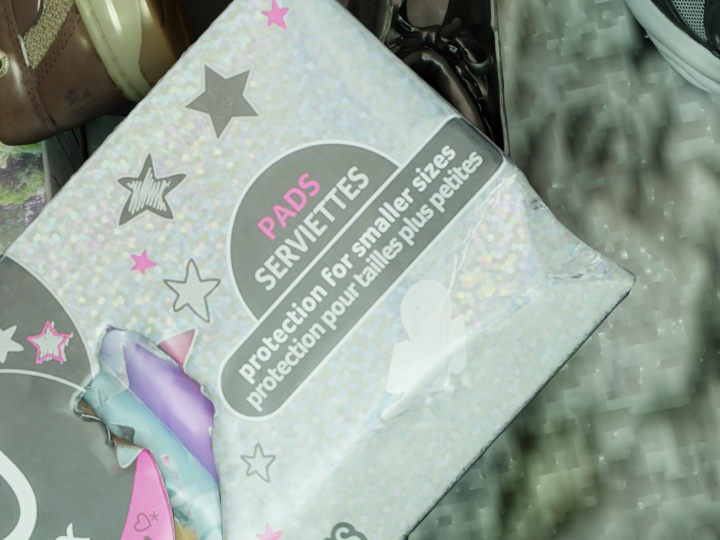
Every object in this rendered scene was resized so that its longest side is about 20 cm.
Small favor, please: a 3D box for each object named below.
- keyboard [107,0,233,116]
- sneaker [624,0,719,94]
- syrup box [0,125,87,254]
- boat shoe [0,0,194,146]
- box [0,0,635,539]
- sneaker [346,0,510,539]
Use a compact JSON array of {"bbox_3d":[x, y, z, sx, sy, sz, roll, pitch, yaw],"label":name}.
[{"bbox_3d":[-0.050,-0.121,0.846,0.103,0.040,0.201,-4,55,-7],"label":"keyboard"},{"bbox_3d":[0.138,-0.078,0.769,0.075,0.114,0.200,-36,69,-8],"label":"sneaker"},{"bbox_3d":[-0.121,-0.012,0.794,0.078,0.082,0.201,-10,69,2],"label":"syrup box"},{"bbox_3d":[-0.113,-0.130,0.758,0.072,0.072,0.201,-25,84,9],"label":"boat shoe"},{"bbox_3d":[-0.043,0.037,0.654,0.115,0.132,0.200,42,92,2],"label":"box"},{"bbox_3d":[0.003,0.001,0.756,0.060,0.104,0.201,12,67,-14],"label":"sneaker"}]
